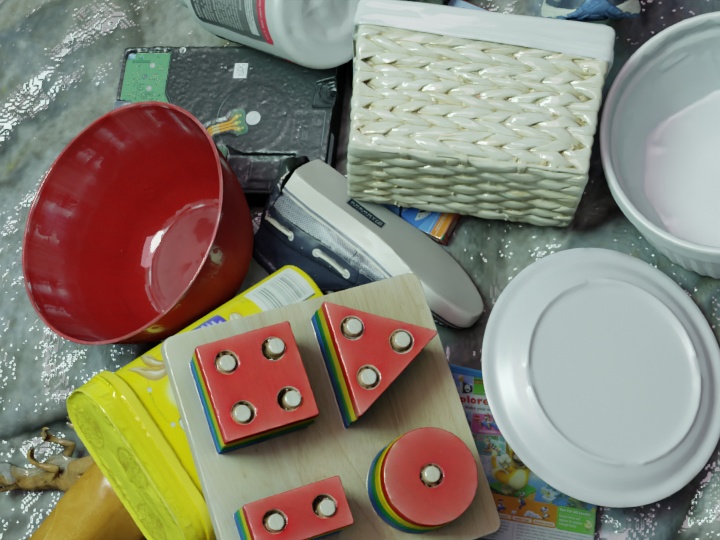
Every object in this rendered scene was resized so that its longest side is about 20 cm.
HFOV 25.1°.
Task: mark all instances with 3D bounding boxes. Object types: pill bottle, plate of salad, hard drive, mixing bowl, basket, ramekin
[{"bbox_3d":[-0.081,-0.241,1.357,0.200,0.111,0.111,26,78,48],"label":"pill bottle"},{"bbox_3d":[0.181,0.080,1.215,0.200,0.048,0.200,6,71,-16],"label":"plate of salad"},{"bbox_3d":[-0.116,-0.124,1.392,0.200,0.038,0.140,1,71,14],"label":"hard drive"},{"bbox_3d":[-0.160,-0.022,1.291,0.200,0.108,0.200,-13,64,30],"label":"mixing bowl"},{"bbox_3d":[0.087,-0.118,1.249,0.200,0.136,0.124,7,72,2],"label":"basket"},{"bbox_3d":[0.288,-0.087,1.237,0.200,0.105,0.200,-5,70,14],"label":"ramekin"}]

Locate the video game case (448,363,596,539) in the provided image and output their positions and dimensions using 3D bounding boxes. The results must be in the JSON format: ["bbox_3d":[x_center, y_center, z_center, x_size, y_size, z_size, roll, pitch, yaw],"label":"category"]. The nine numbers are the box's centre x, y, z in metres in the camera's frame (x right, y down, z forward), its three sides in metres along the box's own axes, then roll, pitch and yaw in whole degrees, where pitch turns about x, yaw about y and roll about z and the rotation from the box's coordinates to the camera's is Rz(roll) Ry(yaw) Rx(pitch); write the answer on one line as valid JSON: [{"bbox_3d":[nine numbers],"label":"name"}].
[{"bbox_3d":[0.107,0.179,1.199,0.143,0.018,0.200,13,72,-14],"label":"video game case"}]

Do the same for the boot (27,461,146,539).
[{"bbox_3d":[-0.219,0.213,1.214,0.071,0.144,0.201,41,107,3],"label":"boot"}]

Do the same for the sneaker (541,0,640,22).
[{"bbox_3d":[0.178,-0.250,1.273,0.077,0.200,0.085,-4,114,7],"label":"sneaker"}]

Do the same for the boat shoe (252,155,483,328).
[{"bbox_3d":[0.000,0.000,1.309,0.200,0.075,0.093,40,118,9],"label":"boat shoe"}]

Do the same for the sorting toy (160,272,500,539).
[{"bbox_3d":[-0.015,0.112,1.136,0.199,0.070,0.200,-15,78,-17],"label":"sorting toy"}]

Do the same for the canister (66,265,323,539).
[{"bbox_3d":[-0.095,0.103,1.212,0.200,0.087,0.149,-33,88,-28],"label":"canister"}]

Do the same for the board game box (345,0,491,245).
[{"bbox_3d":[0.074,-0.128,1.353,0.103,0.019,0.200,26,79,23],"label":"board game box"}]

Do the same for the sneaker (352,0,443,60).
[{"bbox_3d":[0.044,-0.260,1.374,0.086,0.078,0.200,21,76,52],"label":"sneaker"}]

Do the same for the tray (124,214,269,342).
[{"bbox_3d":[-0.106,0.042,1.338,0.107,0.022,0.200,-45,67,-3],"label":"tray"}]

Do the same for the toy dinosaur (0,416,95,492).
[{"bbox_3d":[-0.205,0.170,1.310,0.200,0.060,0.106,16,107,14],"label":"toy dinosaur"}]
